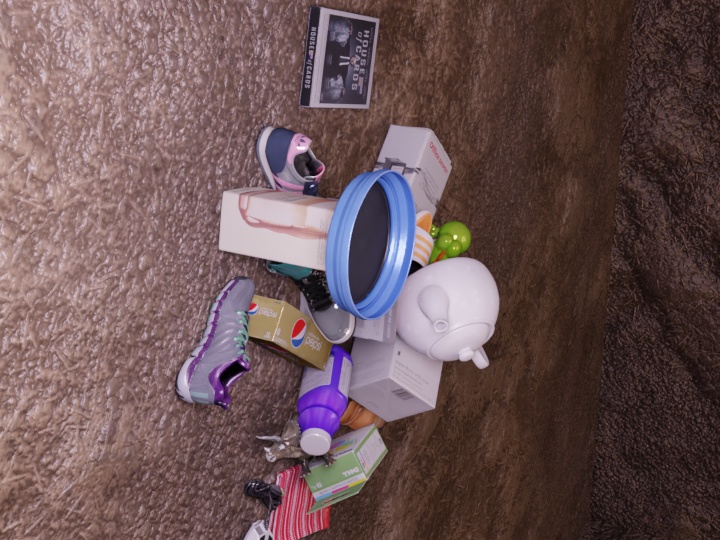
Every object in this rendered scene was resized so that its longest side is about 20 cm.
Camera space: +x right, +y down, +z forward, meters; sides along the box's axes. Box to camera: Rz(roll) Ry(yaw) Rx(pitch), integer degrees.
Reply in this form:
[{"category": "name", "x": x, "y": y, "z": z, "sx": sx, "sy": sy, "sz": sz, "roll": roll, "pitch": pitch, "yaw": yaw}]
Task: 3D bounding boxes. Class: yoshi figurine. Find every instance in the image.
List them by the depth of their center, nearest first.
[{"category": "yoshi figurine", "x": 0.148, "y": -0.027, "z": 1.984, "sx": 0.200, "sy": 0.112, "sz": 0.112, "roll": 133, "pitch": -38, "yaw": -60}]

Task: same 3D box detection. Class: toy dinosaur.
[{"category": "toy dinosaur", "x": -0.088, "y": 0.273, "z": 1.754, "sx": 0.102, "sy": 0.077, "sz": 0.200, "roll": 64, "pitch": 18, "yaw": -5}]

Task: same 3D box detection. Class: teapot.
[{"category": "teapot", "x": 0.151, "y": 0.084, "z": 1.757, "sx": 0.200, "sy": 0.146, "sz": 0.197, "roll": -7, "pitch": 150, "yaw": -29}]

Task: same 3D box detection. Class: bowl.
[{"category": "bowl", "x": 0.014, "y": -0.035, "z": 1.408, "sx": 0.201, "sy": 0.039, "sz": 0.201, "roll": -34, "pitch": 130, "yaw": -56}]

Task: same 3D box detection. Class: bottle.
[{"category": "bottle", "x": -0.060, "y": 0.208, "z": 1.711, "sx": 0.065, "sy": 0.084, "sz": 0.200, "roll": 45, "pitch": 29, "yaw": -24}]

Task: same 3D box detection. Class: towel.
[{"category": "towel", "x": -0.098, "y": 0.402, "z": 1.857, "sx": 0.200, "sy": 0.022, "sz": 0.145, "roll": -1, "pitch": 101, "yaw": -64}]

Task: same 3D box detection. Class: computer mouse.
[{"category": "computer mouse", "x": -0.172, "y": 0.434, "z": 1.697, "sx": 0.110, "sy": 0.044, "sz": 0.200, "roll": 45, "pitch": 55, "yaw": -66}]

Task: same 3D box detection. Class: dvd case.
[{"category": "dvd case", "x": -0.030, "y": -0.329, "z": 1.675, "sx": 0.200, "sy": 0.025, "sz": 0.150, "roll": -15, "pitch": 115, "yaw": -62}]

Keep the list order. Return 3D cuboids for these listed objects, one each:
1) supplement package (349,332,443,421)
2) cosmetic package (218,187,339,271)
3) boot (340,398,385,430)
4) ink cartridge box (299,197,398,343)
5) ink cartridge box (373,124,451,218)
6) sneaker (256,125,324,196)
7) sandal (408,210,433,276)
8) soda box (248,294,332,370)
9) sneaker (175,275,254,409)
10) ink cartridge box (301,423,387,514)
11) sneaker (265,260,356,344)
[{"category": "supplement package", "x": 0.067, "y": 0.143, "z": 1.883, "sx": 0.121, "sy": 0.120, "sz": 0.200, "roll": 36, "pitch": 50, "yaw": -30}, {"category": "cosmetic package", "x": -0.084, "y": -0.058, "z": 1.475, "sx": 0.103, "sy": 0.200, "sz": 0.087, "roll": -19, "pitch": 116, "yaw": -63}, {"category": "boot", "x": 0.012, "y": 0.193, "z": 1.942, "sx": 0.155, "sy": 0.074, "sz": 0.200, "roll": 22, "pitch": 75, "yaw": -58}, {"category": "ink cartridge box", "x": 0.000, "y": 0.000, "z": 1.705, "sx": 0.084, "sy": 0.176, "sz": 0.200, "roll": -26, "pitch": 124, "yaw": -59}, {"category": "ink cartridge box", "x": 0.080, "y": -0.140, "z": 1.916, "sx": 0.145, "sy": 0.083, "sz": 0.200, "roll": 49, "pitch": 58, "yaw": -59}, {"category": "sneaker", "x": -0.085, "y": -0.132, "z": 1.577, "sx": 0.070, "sy": 0.082, "sz": 0.200, "roll": -67, "pitch": 153, "yaw": -24}, {"category": "sandal", "x": 0.082, "y": -0.005, "z": 1.844, "sx": 0.207, "sy": 0.059, "sz": 0.079, "roll": -58, "pitch": 152, "yaw": -10}, {"category": "soda box", "x": -0.111, "y": 0.097, "z": 1.641, "sx": 0.200, "sy": 0.068, "sz": 0.064, "roll": 39, "pitch": 65, "yaw": -62}, {"category": "sneaker", "x": -0.175, "y": 0.103, "z": 1.487, "sx": 0.200, "sy": 0.087, "sz": 0.074, "roll": -66, "pitch": 153, "yaw": -23}, {"category": "ink cartridge box", "x": -0.032, "y": 0.332, "z": 1.808, "sx": 0.059, "sy": 0.104, "sz": 0.200, "roll": 64, "pitch": 19, "yaw": -3}, {"category": "sneaker", "x": -0.078, "y": 0.011, "z": 1.591, "sx": 0.121, "sy": 0.084, "sz": 0.200, "roll": 21, "pitch": 43, "yaw": -59}]
